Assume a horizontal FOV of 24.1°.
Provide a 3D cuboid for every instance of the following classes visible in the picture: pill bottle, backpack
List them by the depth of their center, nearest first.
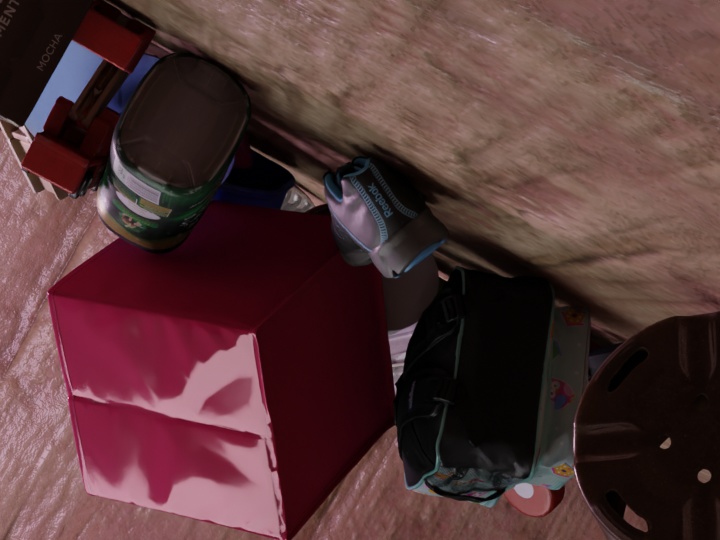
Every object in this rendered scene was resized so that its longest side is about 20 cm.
[{"bbox_3d":[0.104,0.104,1.379,0.152,0.177,0.200,10,160,-14],"label":"backpack"},{"bbox_3d":[0.000,0.000,1.521,0.112,0.114,0.200,31,177,-17],"label":"pill bottle"}]

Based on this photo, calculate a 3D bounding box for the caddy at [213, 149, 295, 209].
[{"bbox_3d":[-0.138,-0.081,1.553,0.140,0.106,0.200,20,-167,4],"label":"caddy"}]

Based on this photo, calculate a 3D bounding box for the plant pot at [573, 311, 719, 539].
[{"bbox_3d":[0.224,0.133,1.009,0.199,0.201,0.198,28,169,32],"label":"plant pot"}]

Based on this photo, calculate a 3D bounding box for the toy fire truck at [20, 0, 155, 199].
[{"bbox_3d":[-0.199,-0.128,1.269,0.048,0.142,0.200,28,-174,-2],"label":"toy fire truck"}]

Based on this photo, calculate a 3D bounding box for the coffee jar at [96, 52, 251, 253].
[{"bbox_3d":[-0.144,-0.082,1.268,0.085,0.105,0.200,30,163,-5],"label":"coffee jar"}]

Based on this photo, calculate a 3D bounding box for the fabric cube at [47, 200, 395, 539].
[{"bbox_3d":[-0.106,0.074,1.379,0.198,0.202,0.196,8,-151,27],"label":"fabric cube"}]

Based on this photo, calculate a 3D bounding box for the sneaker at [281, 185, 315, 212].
[{"bbox_3d":[-0.125,-0.097,1.748,0.199,0.075,0.082,30,-154,-35],"label":"sneaker"}]

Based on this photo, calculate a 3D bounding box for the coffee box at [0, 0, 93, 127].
[{"bbox_3d":[-0.269,-0.177,1.207,0.080,0.114,0.200,31,176,-25],"label":"coffee box"}]

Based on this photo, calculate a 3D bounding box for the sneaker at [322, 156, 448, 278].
[{"bbox_3d":[0.010,-0.050,1.237,0.082,0.073,0.200,54,172,-9],"label":"sneaker"}]

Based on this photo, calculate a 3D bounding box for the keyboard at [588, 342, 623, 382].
[{"bbox_3d":[0.156,0.109,1.493,0.039,0.105,0.199,-14,176,-45],"label":"keyboard"}]

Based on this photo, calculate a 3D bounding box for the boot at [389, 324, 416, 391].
[{"bbox_3d":[0.072,0.080,1.567,0.199,0.096,0.073,-14,-174,35],"label":"boot"}]

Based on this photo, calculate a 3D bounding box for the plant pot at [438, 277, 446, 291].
[{"bbox_3d":[0.083,0.090,1.781,0.189,0.202,0.200,17,-177,-29],"label":"plant pot"}]

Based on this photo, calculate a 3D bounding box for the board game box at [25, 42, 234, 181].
[{"bbox_3d":[-0.189,-0.140,1.376,0.198,0.039,0.159,16,143,8],"label":"board game box"}]

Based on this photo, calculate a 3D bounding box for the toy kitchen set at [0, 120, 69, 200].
[{"bbox_3d":[-0.368,-0.138,1.483,0.163,0.180,0.201,22,140,63],"label":"toy kitchen set"}]

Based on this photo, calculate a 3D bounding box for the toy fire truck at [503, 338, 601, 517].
[{"bbox_3d":[0.162,0.121,1.604,0.168,0.112,0.201,40,139,18],"label":"toy fire truck"}]

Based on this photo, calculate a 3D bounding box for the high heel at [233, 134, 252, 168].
[{"bbox_3d":[-0.185,-0.139,1.482,0.199,0.068,0.096,13,158,30],"label":"high heel"}]
